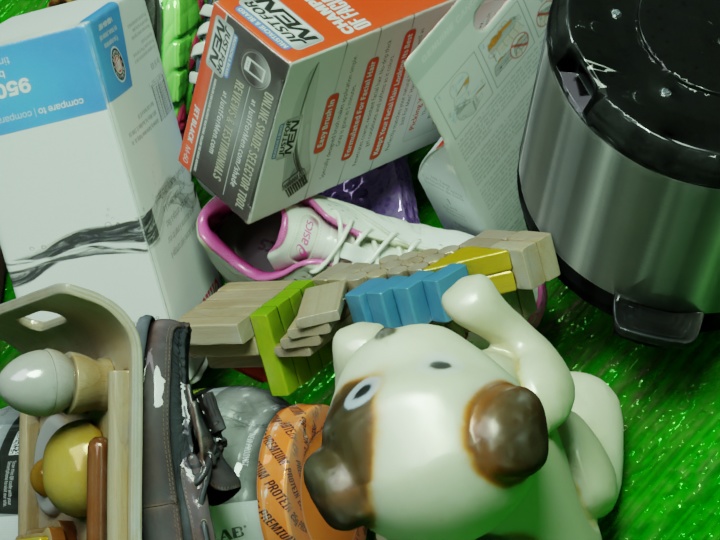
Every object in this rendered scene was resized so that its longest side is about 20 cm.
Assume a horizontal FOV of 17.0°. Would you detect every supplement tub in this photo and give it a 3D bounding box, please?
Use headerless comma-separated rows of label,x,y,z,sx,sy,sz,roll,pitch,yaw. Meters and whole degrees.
supplement tub,-0.105,0.125,1.277,0.200,0.123,0.123,-6,53,27

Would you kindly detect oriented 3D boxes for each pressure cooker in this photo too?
pressure cooker,0.169,-0.069,1.232,0.176,0.200,0.179,-29,64,-22

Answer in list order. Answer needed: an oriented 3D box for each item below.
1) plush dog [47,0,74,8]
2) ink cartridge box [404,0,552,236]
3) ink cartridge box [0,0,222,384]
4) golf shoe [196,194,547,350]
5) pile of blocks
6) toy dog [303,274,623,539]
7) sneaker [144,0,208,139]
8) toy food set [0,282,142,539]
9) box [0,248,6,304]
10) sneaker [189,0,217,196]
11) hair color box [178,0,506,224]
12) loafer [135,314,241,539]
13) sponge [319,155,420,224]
plush dog,-0.111,-0.170,1.508,0.172,0.200,0.160,-34,80,15
ink cartridge box,0.085,-0.116,1.304,0.047,0.200,0.160,29,72,34
ink cartridge box,-0.143,-0.041,1.306,0.084,0.200,0.145,-13,12,9
golf shoe,0.000,0.000,1.300,0.200,0.092,0.075,10,79,22
pile of blocks,0.007,0.033,1.235,0.200,0.062,0.082,-12,18,12
toy dog,0.041,0.099,1.144,0.140,0.200,0.194,-9,64,15
sneaker,-0.137,-0.111,1.400,0.084,0.077,0.200,11,95,9
toy food set,-0.160,0.113,1.163,0.144,0.060,0.200,-17,71,61
box,-0.329,0.012,1.465,0.166,0.164,0.200,-15,49,19
sneaker,-0.070,-0.156,1.334,0.081,0.146,0.200,14,72,32
hair color box,0.004,-0.113,1.294,0.200,0.111,0.064,-26,56,-40
loafer,-0.082,0.121,1.167,0.063,0.072,0.200,-1,79,3
sponge,-0.027,-0.053,1.391,0.112,0.030,0.200,-17,71,19
